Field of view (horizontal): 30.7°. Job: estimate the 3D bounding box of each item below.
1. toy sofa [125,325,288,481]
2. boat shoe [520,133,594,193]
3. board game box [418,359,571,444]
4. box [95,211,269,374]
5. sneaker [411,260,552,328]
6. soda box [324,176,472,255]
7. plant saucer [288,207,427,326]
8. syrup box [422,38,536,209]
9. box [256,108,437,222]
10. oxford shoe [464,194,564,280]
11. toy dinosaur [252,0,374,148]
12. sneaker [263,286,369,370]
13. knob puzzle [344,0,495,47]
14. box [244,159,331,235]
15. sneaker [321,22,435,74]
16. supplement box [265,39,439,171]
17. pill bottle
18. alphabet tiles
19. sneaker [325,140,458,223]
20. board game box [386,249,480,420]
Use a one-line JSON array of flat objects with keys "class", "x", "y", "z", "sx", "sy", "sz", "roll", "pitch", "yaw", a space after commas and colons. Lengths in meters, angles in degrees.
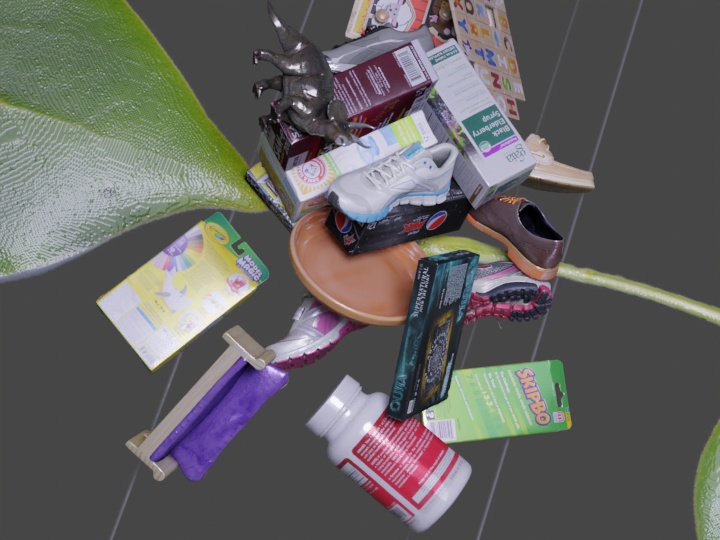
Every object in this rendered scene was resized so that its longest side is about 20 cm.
[{"class": "toy sofa", "x": -0.184, "y": 0.171, "z": 1.612, "sx": 0.098, "sy": 0.083, "sz": 0.200, "roll": 43, "pitch": 97, "yaw": 3}, {"class": "boat shoe", "x": 0.226, "y": -0.154, "z": 1.784, "sx": 0.200, "sy": 0.074, "sz": 0.069, "roll": 13, "pitch": 82, "yaw": -6}, {"class": "board game box", "x": 0.175, "y": 0.174, "z": 1.732, "sx": 0.200, "sy": 0.030, "sz": 0.096, "roll": -6, "pitch": 80, "yaw": -7}, {"class": "box", "x": -0.225, "y": 0.026, "z": 1.687, "sx": 0.200, "sy": 0.048, "sz": 0.117, "roll": -38, "pitch": 86, "yaw": -12}, {"class": "sneaker", "x": 0.151, "y": 0.027, "z": 1.741, "sx": 0.200, "sy": 0.081, "sz": 0.075, "roll": 0, "pitch": 44, "yaw": -2}, {"class": "soda box", "x": 0.055, "y": -0.079, "z": 1.693, "sx": 0.200, "sy": 0.071, "sz": 0.063, "roll": -14, "pitch": 53, "yaw": -40}, {"class": "plant saucer", "x": 0.000, "y": 0.000, "z": 1.657, "sx": 0.200, "sy": 0.037, "sz": 0.200, "roll": 16, "pitch": 40, "yaw": -14}, {"class": "syrup box", "x": 0.135, "y": -0.189, "z": 1.696, "sx": 0.079, "sy": 0.081, "sz": 0.200, "roll": -29, "pitch": 78, "yaw": -18}, {"class": "box", "x": -0.019, "y": -0.159, "z": 1.690, "sx": 0.200, "sy": 0.101, "sz": 0.113, "roll": -24, "pitch": 82, "yaw": -13}, {"class": "oxford shoe", "x": 0.199, "y": -0.077, "z": 1.737, "sx": 0.071, "sy": 0.073, "sz": 0.200, "roll": -23, "pitch": 56, "yaw": -37}, {"class": "toy dinosaur", "x": -0.068, "y": -0.212, "z": 1.504, "sx": 0.102, "sy": 0.077, "sz": 0.200, "roll": -12, "pitch": 71, "yaw": -23}, {"class": "sneaker", "x": -0.050, "y": 0.057, "z": 1.698, "sx": 0.200, "sy": 0.081, "sz": 0.088, "roll": -33, "pitch": 81, "yaw": -21}, {"class": "knob puzzle", "x": 0.096, "y": -0.375, "z": 1.831, "sx": 0.219, "sy": 0.030, "sz": 0.220, "roll": 2, "pitch": 78, "yaw": -9}, {"class": "box", "x": -0.035, "y": -0.135, "z": 1.755, "sx": 0.200, "sy": 0.038, "sz": 0.137, "roll": -39, "pitch": 87, "yaw": -15}, {"class": "sneaker", "x": 0.006, "y": -0.293, "z": 1.773, "sx": 0.200, "sy": 0.074, "sz": 0.079, "roll": -6, "pitch": 88, "yaw": -13}, {"class": "supplement box", "x": -0.013, "y": -0.199, "z": 1.591, "sx": 0.200, "sy": 0.109, "sz": 0.061, "roll": -25, "pitch": 81, "yaw": -13}, {"class": "pill bottle", "x": 0.032, "y": 0.227, "z": 1.653, "sx": 0.200, "sy": 0.112, "sz": 0.112, "roll": 40, "pitch": 75, "yaw": 0}, {"class": "alphabet tiles", "x": 0.172, "y": -0.304, "z": 1.779, "sx": 0.008, "sy": 0.167, "sz": 0.200, "roll": -17, "pitch": 78, "yaw": 31}, {"class": "sneaker", "x": 0.042, "y": -0.120, "z": 1.605, "sx": 0.200, "sy": 0.087, "sz": 0.075, "roll": -20, "pitch": 58, "yaw": -41}, {"class": "board game box", "x": 0.091, "y": 0.077, "z": 1.626, "sx": 0.028, "sy": 0.135, "sz": 0.200, "roll": 18, "pitch": 103, "yaw": 25}]
